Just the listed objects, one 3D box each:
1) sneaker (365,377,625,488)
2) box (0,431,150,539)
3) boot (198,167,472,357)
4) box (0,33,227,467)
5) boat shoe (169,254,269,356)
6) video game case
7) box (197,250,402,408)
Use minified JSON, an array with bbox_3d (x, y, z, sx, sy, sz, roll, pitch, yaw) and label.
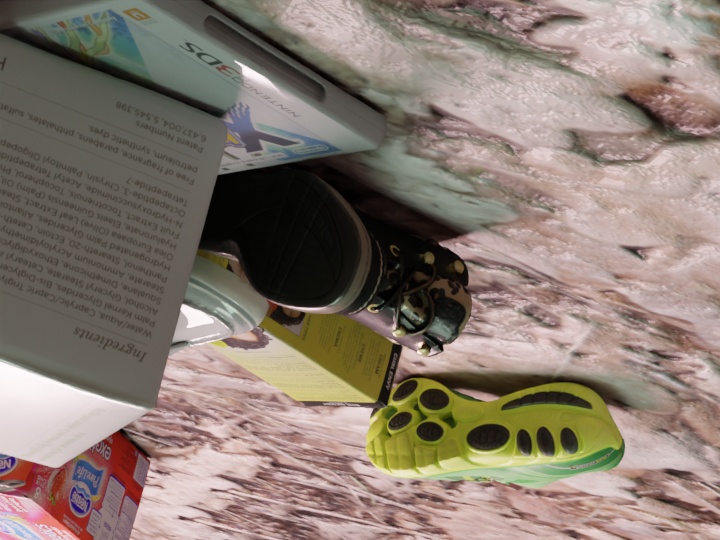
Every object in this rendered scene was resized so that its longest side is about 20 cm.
[{"bbox_3d":[0.088,0.119,1.939,0.199,0.074,0.084,0,152,36],"label":"sneaker"},{"bbox_3d":[-0.251,0.158,2.268,0.095,0.100,0.200,7,160,20],"label":"box"},{"bbox_3d":[0.000,0.000,1.628,0.150,0.074,0.200,24,178,-30],"label":"boot"},{"bbox_3d":[-0.207,-0.014,1.567,0.199,0.172,0.199,21,160,-16],"label":"box"},{"bbox_3d":[-0.133,0.029,1.709,0.199,0.069,0.072,5,151,46],"label":"boat shoe"},{"bbox_3d":[-0.115,-0.101,1.554,0.182,0.022,0.199,30,156,-37],"label":"video game case"},{"bbox_3d":[-0.061,0.030,1.839,0.075,0.050,0.200,-1,156,40],"label":"box"}]
